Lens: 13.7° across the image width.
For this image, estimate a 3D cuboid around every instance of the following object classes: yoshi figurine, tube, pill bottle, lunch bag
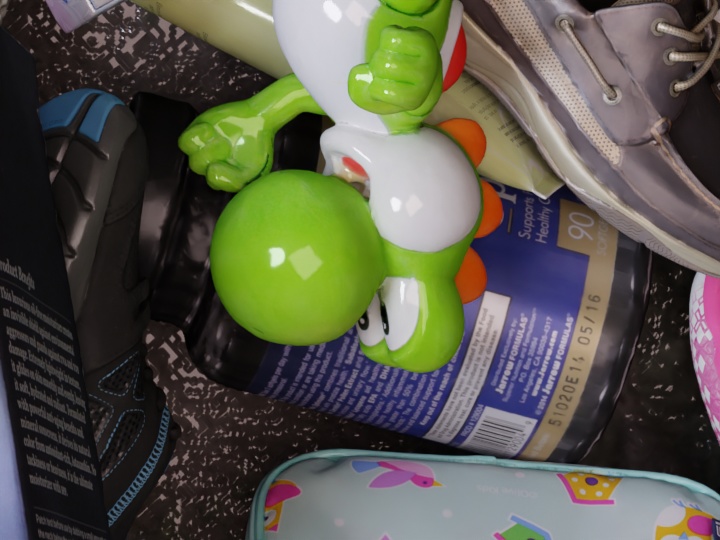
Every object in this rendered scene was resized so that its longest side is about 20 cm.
[{"bbox_3d":[-0.014,-0.059,1.025,0.111,0.112,0.201,-7,97,8],"label":"yoshi figurine"},{"bbox_3d":[-0.007,-0.082,1.115,0.199,0.052,0.058,30,61,9],"label":"tube"},{"bbox_3d":[0.000,0.000,1.130,0.199,0.112,0.112,15,96,-10],"label":"pill bottle"},{"bbox_3d":[0.053,0.145,1.078,0.199,0.161,0.077,5,132,-4],"label":"lunch bag"}]

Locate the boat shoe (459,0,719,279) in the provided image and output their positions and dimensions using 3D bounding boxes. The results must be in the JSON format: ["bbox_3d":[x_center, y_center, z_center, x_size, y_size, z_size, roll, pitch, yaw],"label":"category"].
[{"bbox_3d":[0.094,-0.077,1.089,0.200,0.075,0.073,41,122,-5],"label":"boat shoe"}]

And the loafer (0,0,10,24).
[{"bbox_3d":[-0.153,-0.154,1.111,0.069,0.070,0.201,13,87,-15],"label":"loafer"}]

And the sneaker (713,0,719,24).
[{"bbox_3d":[0.140,-0.130,1.142,0.199,0.066,0.091,21,90,4],"label":"sneaker"}]

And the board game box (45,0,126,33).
[{"bbox_3d":[-0.069,-0.219,1.084,0.200,0.041,0.200,-30,96,-23],"label":"board game box"}]

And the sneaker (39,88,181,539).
[{"bbox_3d":[-0.104,0.034,1.066,0.082,0.073,0.201,6,104,-38],"label":"sneaker"}]

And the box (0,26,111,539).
[{"bbox_3d":[-0.197,0.031,0.959,0.199,0.123,0.199,-12,78,7],"label":"box"}]

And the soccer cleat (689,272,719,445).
[{"bbox_3d":[0.161,0.091,1.133,0.070,0.086,0.201,-19,83,-38],"label":"soccer cleat"}]
